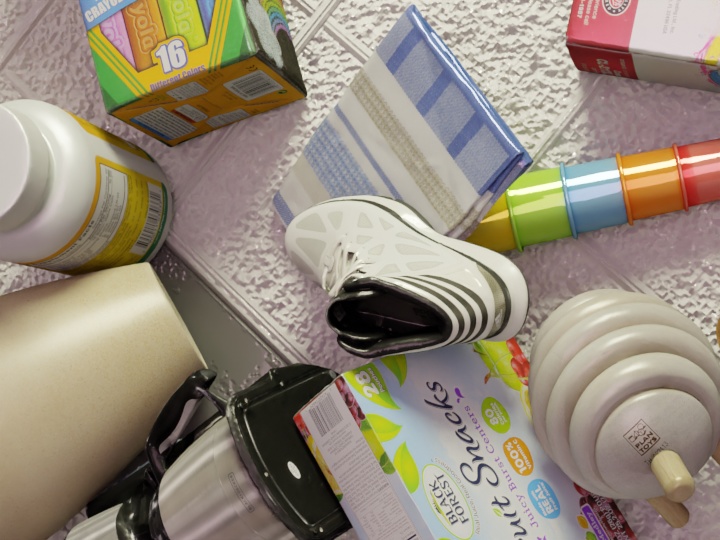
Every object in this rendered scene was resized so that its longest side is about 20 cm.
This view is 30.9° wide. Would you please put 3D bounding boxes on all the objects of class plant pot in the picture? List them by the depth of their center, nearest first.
[{"bbox_3d":[-0.216,0.085,0.938,0.198,0.188,0.189,-29,77,-6],"label":"plant pot"}]

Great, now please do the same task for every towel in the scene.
[{"bbox_3d":[0.022,-0.060,0.904,0.148,0.024,0.201,54,127,22],"label":"towel"}]

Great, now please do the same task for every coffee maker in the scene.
[{"bbox_3d":[-0.080,0.166,0.896,0.199,0.191,0.136,-36,58,29],"label":"coffee maker"}]

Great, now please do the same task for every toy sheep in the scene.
[{"bbox_3d":[0.171,0.083,0.818,0.136,0.200,0.140,-4,112,-11],"label":"toy sheep"}]

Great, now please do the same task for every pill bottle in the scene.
[{"bbox_3d":[-0.222,-0.057,0.929,0.111,0.200,0.115,-2,84,15],"label":"pill bottle"}]

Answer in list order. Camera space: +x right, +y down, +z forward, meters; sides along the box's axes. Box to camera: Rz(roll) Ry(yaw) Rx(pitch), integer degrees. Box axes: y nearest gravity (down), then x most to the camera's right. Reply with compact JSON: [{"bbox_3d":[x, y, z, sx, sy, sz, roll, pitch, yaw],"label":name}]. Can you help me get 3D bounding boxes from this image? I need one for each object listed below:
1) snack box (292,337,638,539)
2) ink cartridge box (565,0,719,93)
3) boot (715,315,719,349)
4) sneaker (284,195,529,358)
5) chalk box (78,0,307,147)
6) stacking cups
[{"bbox_3d":[0.074,0.144,0.838,0.068,0.167,0.202,-44,71,41],"label":"snack box"},{"bbox_3d":[0.251,-0.196,0.870,0.197,0.083,0.148,13,87,17],"label":"ink cartridge box"},{"bbox_3d":[0.284,0.107,0.822,0.076,0.201,0.157,-16,117,18],"label":"boot"},{"bbox_3d":[0.000,0.000,0.838,0.199,0.114,0.077,19,108,39],"label":"sneaker"},{"bbox_3d":[-0.135,-0.215,0.963,0.122,0.125,0.203,-19,78,13],"label":"chalk box"},{"bbox_3d":[0.161,-0.056,0.896,0.197,0.060,0.061,-14,80,11],"label":"stacking cups"}]
